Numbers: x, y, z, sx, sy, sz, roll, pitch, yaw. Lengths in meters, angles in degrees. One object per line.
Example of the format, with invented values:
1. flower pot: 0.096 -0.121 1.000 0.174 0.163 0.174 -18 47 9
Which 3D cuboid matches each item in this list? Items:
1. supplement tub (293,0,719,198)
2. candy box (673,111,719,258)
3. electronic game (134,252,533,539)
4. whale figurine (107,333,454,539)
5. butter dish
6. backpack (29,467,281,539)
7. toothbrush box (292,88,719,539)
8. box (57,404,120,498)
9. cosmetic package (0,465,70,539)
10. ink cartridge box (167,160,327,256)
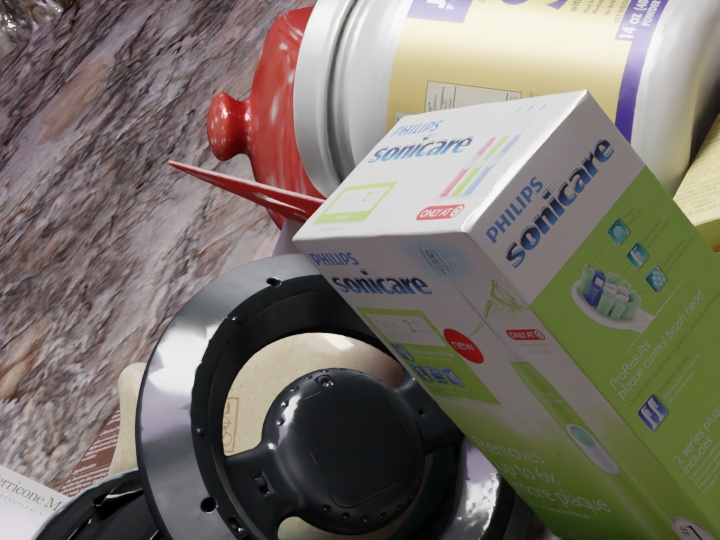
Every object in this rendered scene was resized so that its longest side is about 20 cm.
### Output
1. supplement tub: 0.084 -0.080 0.949 0.200 0.145 0.145 10 46 27
2. candy box: 0.217 -0.045 0.888 0.055 0.115 0.200 -18 29 45
3. electronic game: -0.009 0.084 0.911 0.200 0.200 0.042 -55 6 -36
4. whale figurine: -0.040 0.089 1.044 0.200 0.104 0.159 -4 77 33
5. butter dish: -0.027 -0.095 1.292 0.148 0.200 0.200 -3 18 -10
6. backpack: -0.109 0.191 0.928 0.177 0.151 0.200 -13 41 44
7. toothbrush box: 0.089 0.027 0.843 0.086 0.200 0.146 -48 21 -21
8. box: -0.105 0.102 1.237 0.100 0.075 0.200 -21 29 45
9. cosmetic package: -0.218 0.220 1.109 0.108 0.085 0.200 19 55 23
10. ink cartridge box: 0.000 0.000 1.073 0.200 0.176 0.045 18 87 60
